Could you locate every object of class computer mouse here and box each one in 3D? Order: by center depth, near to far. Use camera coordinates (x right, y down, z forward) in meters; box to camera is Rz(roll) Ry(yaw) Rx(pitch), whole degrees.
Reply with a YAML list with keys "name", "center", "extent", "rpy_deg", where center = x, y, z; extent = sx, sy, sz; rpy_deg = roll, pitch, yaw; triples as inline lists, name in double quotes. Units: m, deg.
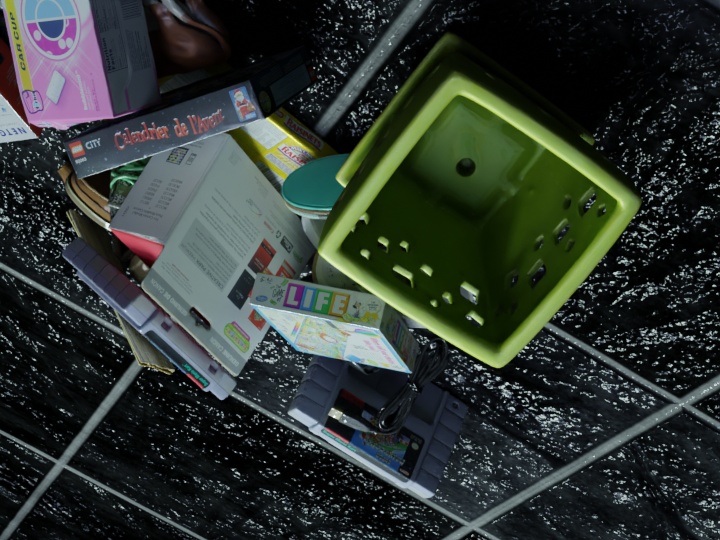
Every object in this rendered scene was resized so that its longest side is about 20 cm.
- name: "computer mouse"
  center: [-0.013, 0.096, 1.710]
  extent: [0.199, 0.141, 0.046]
  rpy_deg: [28, -174, -15]

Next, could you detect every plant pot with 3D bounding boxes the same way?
- name: "plant pot"
  center: [0.094, -0.072, 1.298]
  extent: [0.199, 0.182, 0.200]
  rpy_deg: [33, 111, -16]

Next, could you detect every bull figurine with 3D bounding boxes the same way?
- name: "bull figurine"
  center: [-0.210, -0.217, 1.420]
  extent: [0.199, 0.065, 0.122]
  rpy_deg: [-10, 126, 34]

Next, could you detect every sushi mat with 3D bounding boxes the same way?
- name: "sushi mat"
  center: [-0.270, 0.024, 1.712]
  extent: [0.012, 0.201, 0.096]
  rpy_deg: [-30, 166, 9]

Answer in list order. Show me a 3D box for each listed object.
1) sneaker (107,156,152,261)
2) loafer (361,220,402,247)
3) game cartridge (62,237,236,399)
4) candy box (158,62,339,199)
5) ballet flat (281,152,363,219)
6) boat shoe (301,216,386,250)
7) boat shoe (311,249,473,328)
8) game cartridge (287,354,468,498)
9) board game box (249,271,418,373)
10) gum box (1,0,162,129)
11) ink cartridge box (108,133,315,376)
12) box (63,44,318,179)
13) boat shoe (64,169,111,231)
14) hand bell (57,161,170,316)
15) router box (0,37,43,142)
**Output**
- name: "sneaker"
  center: [-0.227, -0.095, 1.550]
  extent: [0.077, 0.089, 0.201]
  rpy_deg: [7, 118, 10]
- name: "loafer"
  center: [0.083, -0.044, 1.486]
  extent: [0.200, 0.068, 0.071]
  rpy_deg: [-7, 129, 35]
- name: "game cartridge"
  center: [-0.216, 0.054, 1.575]
  extent: [0.130, 0.038, 0.200]
  rpy_deg: [42, 174, 40]
- name: "candy box"
  center: [-0.111, -0.139, 1.511]
  extent: [0.200, 0.026, 0.102]
  rpy_deg: [38, 142, -22]
- name: "ballet flat"
  center: [0.020, -0.084, 1.460]
  extent: [0.199, 0.069, 0.071]
  rpy_deg: [-16, 152, 31]
- name: "boat shoe"
  center: [0.000, 0.000, 1.597]
  extent: [0.065, 0.074, 0.200]
  rpy_deg: [-19, 128, 43]
- name: "boat shoe"
  center: [0.047, 0.018, 1.540]
  extent: [0.199, 0.071, 0.069]
  rpy_deg: [12, 171, -37]
- name: "game cartridge"
  center: [0.023, 0.163, 1.764]
  extent: [0.200, 0.130, 0.038]
  rpy_deg: [33, 146, -15]
- name: "board game box"
  center: [-0.023, 0.056, 1.555]
  extent: [0.134, 0.034, 0.200]
  rpy_deg: [11, 166, 14]
- name: "gum box"
  center: [-0.253, -0.225, 1.345]
  extent: [0.113, 0.066, 0.201]
  rpy_deg: [1, 108, 37]
- name: "ink cartridge box"
  center: [-0.155, -0.018, 1.537]
  extent: [0.084, 0.176, 0.200]
  rpy_deg: [16, 157, 36]
- name: "box"
  center: [-0.153, -0.145, 1.386]
  extent: [0.199, 0.137, 0.038]
  rpy_deg: [-15, 106, 25]
- name: "boat shoe"
  center: [-0.222, -0.067, 1.654]
  extent: [0.199, 0.072, 0.068]
  rpy_deg: [30, 132, -10]
- name: "hand bell"
  center: [-0.265, -0.044, 1.708]
  extent: [0.200, 0.104, 0.104]
  rpy_deg: [46, 142, -13]
- name: "router box"
  center: [-0.449, -0.209, 1.601]
  extent: [0.199, 0.049, 0.180]
  rpy_deg: [-3, 139, 35]
